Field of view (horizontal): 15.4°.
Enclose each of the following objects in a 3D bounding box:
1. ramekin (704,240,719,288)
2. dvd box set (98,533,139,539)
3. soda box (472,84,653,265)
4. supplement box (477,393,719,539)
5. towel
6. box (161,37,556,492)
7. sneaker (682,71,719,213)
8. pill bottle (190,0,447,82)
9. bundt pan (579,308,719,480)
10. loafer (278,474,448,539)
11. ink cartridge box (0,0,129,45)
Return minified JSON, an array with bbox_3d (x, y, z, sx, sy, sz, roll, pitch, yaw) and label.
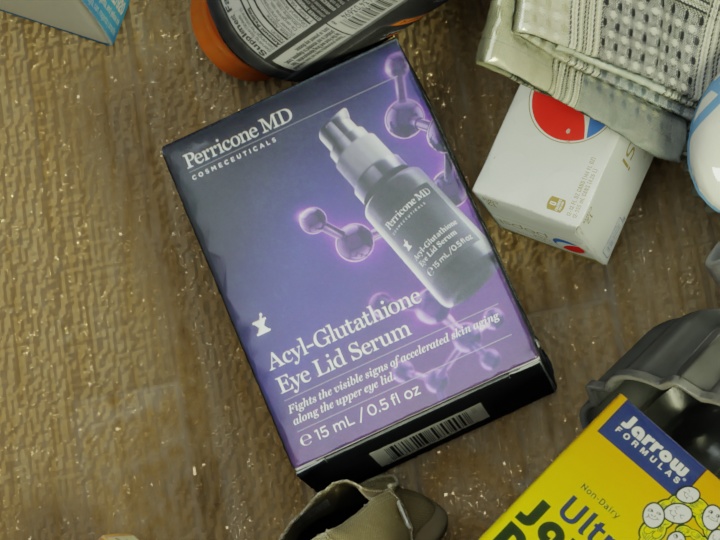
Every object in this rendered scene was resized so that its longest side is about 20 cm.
[{"bbox_3d":[0.284,-0.027,1.366,0.200,0.200,0.105,-41,90,-1],"label":"ramekin"},{"bbox_3d":[-0.097,0.255,1.394,0.200,0.029,0.147,39,111,31],"label":"dvd box set"},{"bbox_3d":[0.136,-0.110,1.439,0.068,0.064,0.201,20,78,25],"label":"soda box"},{"bbox_3d":[0.095,0.178,1.307,0.109,0.110,0.200,41,61,11],"label":"supplement box"},{"bbox_3d":[0.155,-0.165,1.363,0.034,0.192,0.201,14,86,47],"label":"towel"},{"bbox_3d":[0.000,0.000,1.450,0.147,0.104,0.201,-26,75,3],"label":"box"},{"bbox_3d":[0.240,-0.104,1.369,0.072,0.072,0.200,47,68,-2],"label":"sneaker"},{"bbox_3d":[-0.016,-0.168,1.444,0.106,0.200,0.107,11,68,-30],"label":"pill bottle"},{"bbox_3d":[0.215,0.094,1.356,0.201,0.202,0.076,34,67,14],"label":"bundt pan"},{"bbox_3d":[-0.001,0.139,1.371,0.076,0.200,0.067,-44,96,5],"label":"loafer"},{"bbox_3d":[-0.186,-0.259,1.515,0.146,0.145,0.201,18,81,12],"label":"ink cartridge box"}]
